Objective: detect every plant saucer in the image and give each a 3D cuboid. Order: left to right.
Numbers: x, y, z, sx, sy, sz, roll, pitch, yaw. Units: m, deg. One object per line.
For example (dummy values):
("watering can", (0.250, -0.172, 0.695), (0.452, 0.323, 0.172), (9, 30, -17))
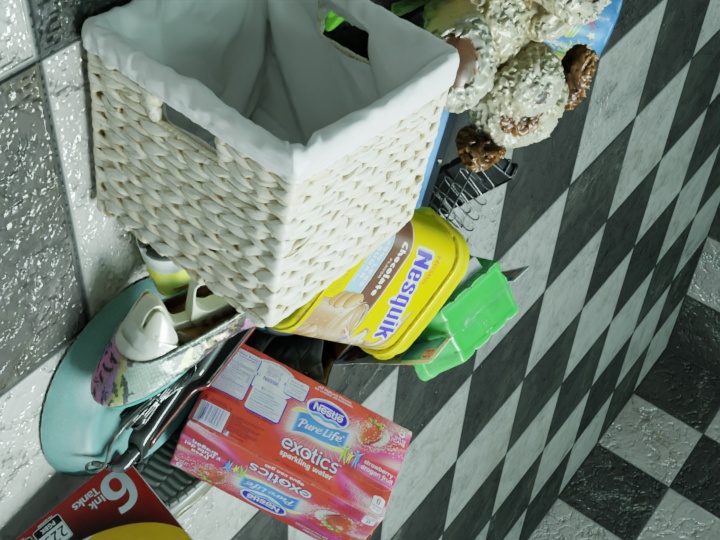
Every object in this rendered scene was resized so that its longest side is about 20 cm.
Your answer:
("plant saucer", (-0.192, 0.101, 0.935), (0.200, 0.036, 0.202), (-45, 151, -33))

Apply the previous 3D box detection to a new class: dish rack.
("dish rack", (0.077, -0.047, 1.170), (0.153, 0.054, 0.201), (-27, -154, 52))

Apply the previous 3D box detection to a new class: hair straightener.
("hair straightener", (-0.164, 0.090, 0.900), (0.200, 0.041, 0.077), (-48, 153, -18))

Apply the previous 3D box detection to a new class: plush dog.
("plush dog", (0.129, -0.189, 0.971), (0.199, 0.160, 0.173), (-35, 124, -12))

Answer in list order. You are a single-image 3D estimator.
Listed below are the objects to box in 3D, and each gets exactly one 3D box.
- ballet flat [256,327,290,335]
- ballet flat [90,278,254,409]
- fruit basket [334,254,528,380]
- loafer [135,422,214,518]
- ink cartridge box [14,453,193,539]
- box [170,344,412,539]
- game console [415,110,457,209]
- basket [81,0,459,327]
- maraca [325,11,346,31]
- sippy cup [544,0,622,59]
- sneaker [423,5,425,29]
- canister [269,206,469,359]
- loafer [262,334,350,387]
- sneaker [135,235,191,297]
("ballet flat", (-0.046, 0.003, 1.091), (0.200, 0.072, 0.074), (-43, 151, -41))
("ballet flat", (-0.132, 0.034, 0.839), (0.198, 0.069, 0.072), (-29, 146, -11))
("fruit basket", (0.061, 0.045, 1.154), (0.184, 0.198, 0.095), (-37, 113, -35))
("loafer", (-0.149, 0.184, 1.061), (0.200, 0.074, 0.070), (-44, 147, -34))
("ink cartridge box", (-0.218, 0.289, 0.877), (0.199, 0.175, 0.084), (-38, 151, -20))
("box", (-0.064, 0.166, 0.993), (0.096, 0.197, 0.101), (-59, -175, 50))
("game console", (0.018, -0.101, 1.012), (0.175, 0.031, 0.203), (-17, 131, -47))
("basket", (-0.066, -0.104, 0.771), (0.199, 0.197, 0.163), (-39, 152, -40))
("maraca", (0.041, -0.279, 0.899), (0.200, 0.107, 0.137), (-44, 177, -3))
("sippy cup", (0.205, -0.284, 1.132), (0.140, 0.128, 0.181), (-72, -177, -78))
("sneaker", (0.105, -0.295, 1.053), (0.070, 0.077, 0.204), (152, -46, -67))
("canister", (0.000, 0.000, 0.975), (0.149, 0.087, 0.199), (-53, 151, 13))
("loafer", (-0.038, 0.069, 1.110), (0.201, 0.071, 0.074), (-64, 145, -49))
("sneaker", (-0.110, -0.050, 0.899), (0.199, 0.078, 0.091), (-38, 156, -31))
